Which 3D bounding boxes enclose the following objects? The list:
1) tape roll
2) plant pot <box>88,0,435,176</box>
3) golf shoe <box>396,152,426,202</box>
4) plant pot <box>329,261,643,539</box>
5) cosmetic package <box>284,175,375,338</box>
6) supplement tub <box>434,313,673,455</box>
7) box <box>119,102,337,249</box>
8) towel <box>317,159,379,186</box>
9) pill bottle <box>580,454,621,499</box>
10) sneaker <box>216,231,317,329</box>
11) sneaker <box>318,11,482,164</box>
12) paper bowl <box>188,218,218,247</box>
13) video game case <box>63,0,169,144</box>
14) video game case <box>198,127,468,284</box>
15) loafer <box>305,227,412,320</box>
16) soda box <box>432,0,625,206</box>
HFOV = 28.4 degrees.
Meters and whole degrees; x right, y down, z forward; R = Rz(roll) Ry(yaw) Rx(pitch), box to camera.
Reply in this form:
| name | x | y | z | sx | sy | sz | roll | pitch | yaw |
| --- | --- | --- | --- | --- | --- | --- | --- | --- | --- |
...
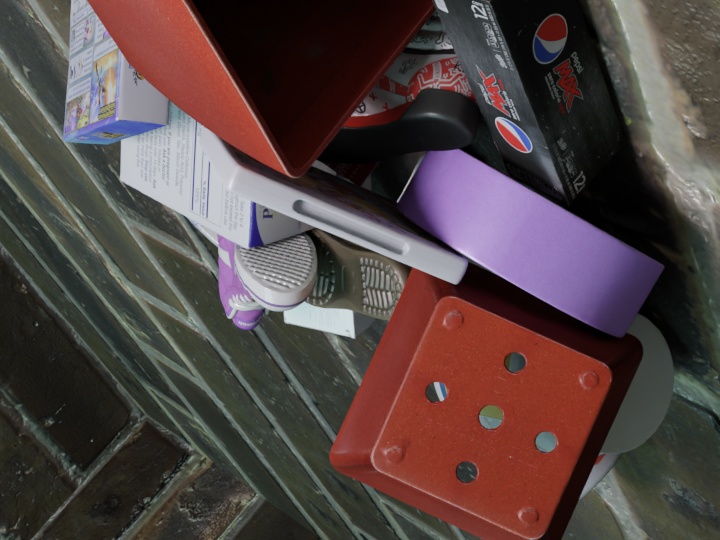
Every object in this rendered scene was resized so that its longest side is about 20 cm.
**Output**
| name | x | y | z | sx | sy | sz | roll | pitch | yaw |
| --- | --- | --- | --- | --- | --- | --- | --- | --- | --- |
| tape roll | 0.128 | -0.026 | 1.085 | 0.200 | 0.066 | 0.200 | 29 | -174 | -3 |
| plant pot | -0.088 | -0.214 | 0.959 | 0.176 | 0.200 | 0.200 | 19 | 152 | 38 |
| golf shoe | 0.057 | -0.041 | 1.290 | 0.078 | 0.097 | 0.200 | 40 | 162 | 9 |
| plant pot | 0.096 | 0.106 | 1.074 | 0.199 | 0.200 | 0.176 | 24 | 180 | 4 |
| cosmetic package | -0.033 | -0.040 | 1.365 | 0.082 | 0.051 | 0.200 | 13 | 119 | 29 |
| supplement tub | 0.169 | 0.089 | 1.275 | 0.145 | 0.145 | 0.200 | 48 | 161 | -20 |
| box | -0.117 | -0.145 | 1.266 | 0.200 | 0.105 | 0.184 | 28 | 123 | 40 |
| towel | -0.042 | -0.176 | 1.117 | 0.200 | 0.145 | 0.022 | 35 | -156 | -4 |
| pill bottle | 0.166 | 0.135 | 1.448 | 0.200 | 0.111 | 0.111 | 43 | 163 | -3 |
| sneaker | -0.085 | 0.014 | 1.279 | 0.201 | 0.072 | 0.115 | -121 | 32 | -62 |
| sneaker | 0.019 | -0.144 | 1.074 | 0.201 | 0.108 | 0.067 | 0 | 153 | 44 |
| paper bowl | -0.108 | -0.091 | 1.492 | 0.200 | 0.104 | 0.201 | 32 | 157 | 16 |
| video game case | -0.199 | -0.201 | 1.173 | 0.045 | 0.182 | 0.200 | 5 | 179 | -23 |
| video game case | -0.026 | -0.054 | 1.072 | 0.182 | 0.023 | 0.200 | 22 | -172 | -17 |
| loafer | 0.000 | 0.000 | 1.264 | 0.200 | 0.067 | 0.076 | 25 | 116 | 52 |
| soda box | 0.115 | -0.140 | 0.966 | 0.063 | 0.071 | 0.200 | 30 | 160 | 40 |
